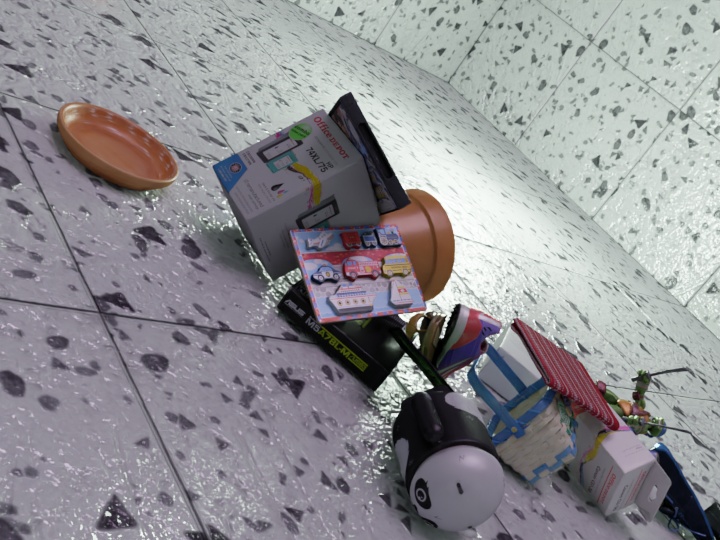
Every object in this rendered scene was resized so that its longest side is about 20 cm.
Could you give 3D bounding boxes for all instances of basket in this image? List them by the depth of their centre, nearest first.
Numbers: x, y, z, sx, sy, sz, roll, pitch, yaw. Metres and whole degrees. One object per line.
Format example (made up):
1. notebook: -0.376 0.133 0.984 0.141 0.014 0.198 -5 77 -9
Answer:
1. basket: 0.241 0.207 1.410 0.200 0.139 0.176 45 20 0

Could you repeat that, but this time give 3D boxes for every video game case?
1. video game case: 0.007 -0.171 1.407 0.182 0.025 0.200 61 -7 -4

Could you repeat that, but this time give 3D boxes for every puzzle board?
1. puzzle board: 0.000 0.000 1.381 0.199 0.017 0.152 -5 64 -34

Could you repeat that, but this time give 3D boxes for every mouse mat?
1. mouse mat: 0.110 0.159 1.315 0.200 0.008 0.161 49 -6 1

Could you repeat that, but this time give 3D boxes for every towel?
1. towel: 0.313 0.162 1.411 0.199 0.022 0.145 33 22 -37

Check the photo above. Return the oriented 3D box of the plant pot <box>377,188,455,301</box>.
1. plant pot: 0.045 -0.039 1.585 0.139 0.201 0.200 -6 43 -37

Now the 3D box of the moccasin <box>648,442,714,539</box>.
1. moccasin: 0.536 0.389 1.578 0.201 0.068 0.080 60 7 -2

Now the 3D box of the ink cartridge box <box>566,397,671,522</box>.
1. ink cartridge box: 0.391 0.301 1.461 0.067 0.117 0.200 -15 45 -23

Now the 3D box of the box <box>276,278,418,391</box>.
1. box: -0.014 0.078 1.414 0.193 0.048 0.200 38 20 5

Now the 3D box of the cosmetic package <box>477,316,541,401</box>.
1. cosmetic package: 0.286 0.165 1.669 0.101 0.071 0.200 39 20 6

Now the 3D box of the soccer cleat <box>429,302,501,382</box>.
1. soccer cleat: 0.151 0.121 1.386 0.073 0.201 0.069 17 55 0

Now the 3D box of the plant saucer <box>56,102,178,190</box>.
1. plant saucer: -0.376 -0.185 1.418 0.199 0.038 0.200 32 21 -14

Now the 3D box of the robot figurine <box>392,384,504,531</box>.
1. robot figurine: 0.106 0.235 1.165 0.149 0.125 0.200 23 24 -23

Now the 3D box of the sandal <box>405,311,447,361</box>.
1. sandal: 0.093 0.093 1.393 0.054 0.081 0.200 18 3 0

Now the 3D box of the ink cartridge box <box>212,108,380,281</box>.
1. ink cartridge box: -0.096 -0.118 1.425 0.147 0.199 0.147 53 -12 39

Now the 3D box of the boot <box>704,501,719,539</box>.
1. boot: 0.656 0.500 1.556 0.166 0.065 0.200 62 4 -4

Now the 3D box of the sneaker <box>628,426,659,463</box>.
1. sneaker: 0.429 0.290 1.570 0.078 0.076 0.200 -25 43 -15

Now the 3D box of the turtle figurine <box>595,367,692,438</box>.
1. turtle figurine: 0.504 0.234 1.727 0.192 0.145 0.200 18 -22 2
